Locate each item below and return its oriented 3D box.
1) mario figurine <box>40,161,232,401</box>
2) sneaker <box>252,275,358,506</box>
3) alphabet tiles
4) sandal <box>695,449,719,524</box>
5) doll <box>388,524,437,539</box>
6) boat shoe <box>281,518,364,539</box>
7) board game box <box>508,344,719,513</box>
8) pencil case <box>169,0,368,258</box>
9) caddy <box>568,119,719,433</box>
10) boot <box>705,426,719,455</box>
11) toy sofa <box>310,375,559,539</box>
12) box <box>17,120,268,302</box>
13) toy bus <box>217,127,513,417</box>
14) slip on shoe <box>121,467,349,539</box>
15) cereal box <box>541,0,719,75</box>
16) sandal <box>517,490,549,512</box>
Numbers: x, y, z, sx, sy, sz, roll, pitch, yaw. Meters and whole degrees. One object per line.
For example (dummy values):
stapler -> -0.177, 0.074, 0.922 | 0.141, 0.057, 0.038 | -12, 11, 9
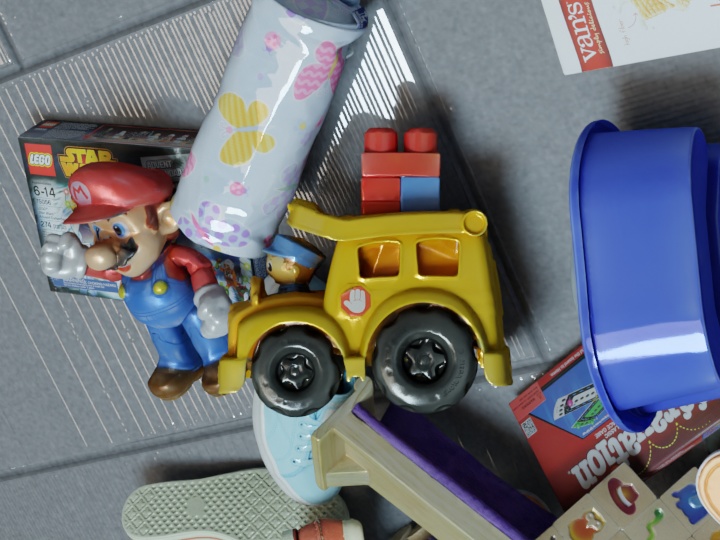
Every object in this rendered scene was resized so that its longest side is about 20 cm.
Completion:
mario figurine -> -0.164, 0.013, 1.324 | 0.123, 0.106, 0.200 | -25, 114, 1
sneaker -> -0.036, 0.100, 1.357 | 0.082, 0.074, 0.201 | 33, 137, 55
alphabet tiles -> 0.206, 0.235, 1.198 | 0.167, 0.008, 0.200 | -40, 77, -4
sandal -> 0.298, 0.194, 1.153 | 0.206, 0.059, 0.079 | 33, 116, 17
doll -> 0.106, 0.277, 1.405 | 0.200, 0.048, 0.136 | 49, 127, -2
boat shoe -> -0.012, 0.255, 1.424 | 0.062, 0.071, 0.200 | -16, 143, 1
board game box -> 0.191, 0.086, 1.244 | 0.200, 0.019, 0.103 | -44, 64, 38
pencil case -> -0.064, -0.107, 1.244 | 0.083, 0.091, 0.200 | 29, 114, 10
caddy -> 0.182, 0.001, 1.135 | 0.105, 0.141, 0.201 | -8, 80, 26
boot -> 0.294, 0.165, 1.230 | 0.138, 0.077, 0.201 | 15, 109, 27
toy sofa -> 0.066, 0.160, 1.297 | 0.200, 0.098, 0.083 | 37, 156, 23
box -> -0.163, -0.041, 1.389 | 0.199, 0.040, 0.137 | 6, 117, 27
toy bus -> 0.000, 0.000, 1.229 | 0.199, 0.136, 0.193 | -3, 93, 2
slip on shoe -> -0.098, 0.205, 1.479 | 0.199, 0.074, 0.061 | -5, 152, 23
cereal box -> 0.197, -0.205, 1.095 | 0.199, 0.040, 0.144 | -8, 111, 33
sandal -> 0.058, 0.241, 1.331 | 0.079, 0.059, 0.207 | 43, 90, 11
